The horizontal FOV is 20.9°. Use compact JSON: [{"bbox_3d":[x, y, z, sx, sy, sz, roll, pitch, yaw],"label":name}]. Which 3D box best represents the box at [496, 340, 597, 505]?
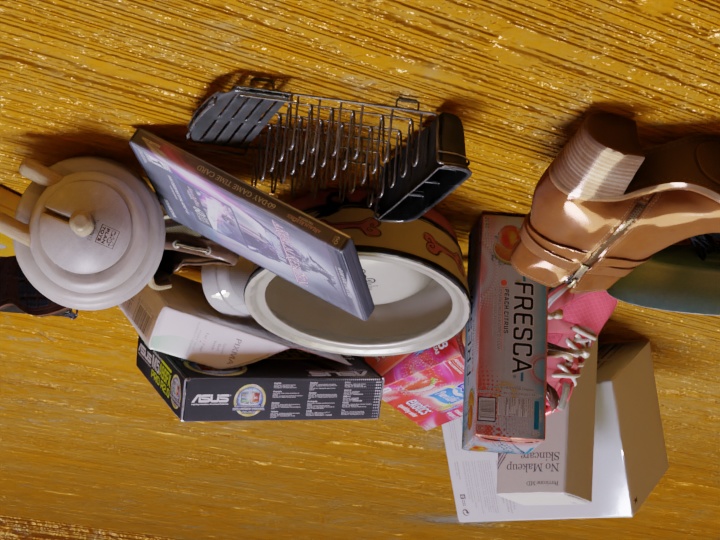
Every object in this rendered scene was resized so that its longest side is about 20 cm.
[{"bbox_3d":[0.188,0.132,1.961,0.082,0.201,0.068,-6,162,30],"label":"box"}]

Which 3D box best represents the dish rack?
[{"bbox_3d":[-0.029,-0.091,1.475,0.199,0.055,0.153,8,163,-16],"label":"dish rack"}]

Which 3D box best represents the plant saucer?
[{"bbox_3d":[0.313,0.005,1.690,0.199,0.036,0.200,1,-170,0],"label":"plant saucer"}]

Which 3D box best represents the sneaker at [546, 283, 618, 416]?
[{"bbox_3d":[0.190,0.092,1.882,0.074,0.087,0.200,24,113,-41],"label":"sneaker"}]

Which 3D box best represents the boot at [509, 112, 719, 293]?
[{"bbox_3d":[0.224,-0.030,1.497,0.199,0.077,0.156,12,134,-16],"label":"boot"}]

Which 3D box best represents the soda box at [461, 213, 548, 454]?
[{"bbox_3d":[0.127,0.056,1.700,0.063,0.201,0.068,5,164,-7],"label":"soda box"}]

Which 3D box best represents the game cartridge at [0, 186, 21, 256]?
[{"bbox_3d":[-0.386,-0.044,1.749,0.199,0.033,0.176,-5,163,28],"label":"game cartridge"}]

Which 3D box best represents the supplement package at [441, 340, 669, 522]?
[{"bbox_3d":[0.210,0.173,2.107,0.199,0.153,0.151,-5,-168,25],"label":"supplement package"}]

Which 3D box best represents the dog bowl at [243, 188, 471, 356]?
[{"bbox_3d":[0.000,0.000,1.702,0.199,0.074,0.200,4,152,2],"label":"dog bowl"}]

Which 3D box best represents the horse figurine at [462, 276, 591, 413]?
[{"bbox_3d":[0.133,0.048,1.797,0.132,0.200,0.050,5,124,-13],"label":"horse figurine"}]

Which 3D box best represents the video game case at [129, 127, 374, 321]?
[{"bbox_3d":[-0.084,-0.035,1.555,0.199,0.019,0.143,28,164,18],"label":"video game case"}]

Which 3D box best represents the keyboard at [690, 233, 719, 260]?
[{"bbox_3d":[0.292,-0.061,1.592,0.104,0.040,0.200,-32,148,24],"label":"keyboard"}]

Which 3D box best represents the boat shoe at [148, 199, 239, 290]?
[{"bbox_3d":[-0.184,-0.021,1.711,0.202,0.075,0.075,-10,160,39],"label":"boat shoe"}]

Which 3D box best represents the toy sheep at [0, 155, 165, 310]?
[{"bbox_3d":[-0.224,-0.032,1.587,0.137,0.139,0.200,3,-179,-1],"label":"toy sheep"}]

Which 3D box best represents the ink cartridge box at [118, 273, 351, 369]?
[{"bbox_3d":[-0.127,0.057,1.862,0.199,0.050,0.161,21,-172,-25],"label":"ink cartridge box"}]

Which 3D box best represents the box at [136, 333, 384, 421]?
[{"bbox_3d":[-0.098,0.096,1.863,0.199,0.045,0.160,1,-164,-22],"label":"box"}]

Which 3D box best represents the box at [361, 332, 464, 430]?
[{"bbox_3d":[0.070,0.085,1.966,0.099,0.096,0.200,-22,159,11],"label":"box"}]

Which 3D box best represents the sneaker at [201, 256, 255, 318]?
[{"bbox_3d":[-0.053,0.008,1.817,0.115,0.074,0.200,-9,170,30],"label":"sneaker"}]

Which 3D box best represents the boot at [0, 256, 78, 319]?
[{"bbox_3d":[-0.296,0.010,1.881,0.199,0.075,0.097,-2,178,43],"label":"boot"}]
